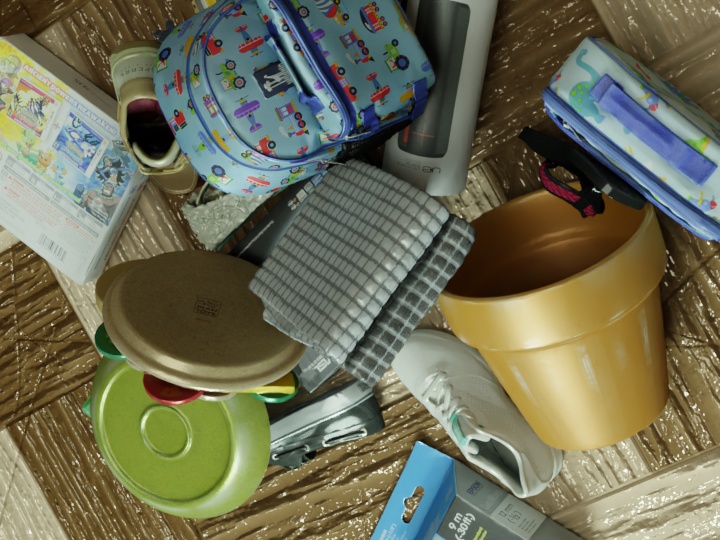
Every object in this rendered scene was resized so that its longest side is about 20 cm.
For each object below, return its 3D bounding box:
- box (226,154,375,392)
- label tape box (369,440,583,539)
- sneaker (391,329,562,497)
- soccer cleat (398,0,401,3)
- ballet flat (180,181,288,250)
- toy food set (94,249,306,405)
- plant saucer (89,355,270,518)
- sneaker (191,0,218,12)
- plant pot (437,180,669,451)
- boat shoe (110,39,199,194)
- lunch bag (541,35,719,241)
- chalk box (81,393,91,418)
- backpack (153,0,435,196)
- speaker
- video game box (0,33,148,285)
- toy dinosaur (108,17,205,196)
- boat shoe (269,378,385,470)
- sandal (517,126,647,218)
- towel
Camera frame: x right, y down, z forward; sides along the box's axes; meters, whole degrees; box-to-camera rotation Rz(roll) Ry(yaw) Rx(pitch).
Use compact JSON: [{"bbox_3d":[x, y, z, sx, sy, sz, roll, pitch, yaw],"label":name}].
[{"bbox_3d":[-0.029,-0.003,1.597,0.200,0.050,0.158,-43,84,28],"label":"box"},{"bbox_3d":[0.104,0.280,1.610,0.200,0.066,0.143,30,116,13],"label":"label tape box"},{"bbox_3d":[0.101,0.134,1.555,0.200,0.088,0.075,40,119,10],"label":"sneaker"},{"bbox_3d":[0.025,-0.281,1.487,0.068,0.073,0.200,31,133,16],"label":"soccer cleat"},{"bbox_3d":[-0.096,-0.089,1.538,0.200,0.072,0.072,-37,88,31],"label":"ballet flat"},{"bbox_3d":[-0.146,0.052,1.529,0.200,0.198,0.049,4,128,-15],"label":"toy food set"},{"bbox_3d":[-0.181,0.151,1.587,0.200,0.031,0.200,7,108,23],"label":"plant saucer"},{"bbox_3d":[-0.082,-0.217,1.545,0.090,0.075,0.200,-32,91,35],"label":"sneaker"},{"bbox_3d":[0.185,0.048,1.444,0.200,0.200,0.183,-11,116,28],"label":"plant pot"},{"bbox_3d":[-0.186,-0.122,1.495,0.074,0.200,0.066,-9,57,5],"label":"boat shoe"},{"bbox_3d":[0.247,-0.108,1.368,0.200,0.161,0.082,40,103,9],"label":"lunch bag"},{"bbox_3d":[-0.183,0.125,1.667,0.124,0.125,0.200,43,117,8],"label":"chalk box"},{"bbox_3d":[-0.064,-0.165,1.400,0.183,0.200,0.135,64,154,-2],"label":"backpack"},{"bbox_3d":[0.071,-0.170,1.484,0.081,0.081,0.200,17,112,20],"label":"speaker"},{"bbox_3d":[-0.319,-0.115,1.706,0.200,0.047,0.182,36,119,11],"label":"video game box"},{"bbox_3d":[-0.165,-0.138,1.566,0.200,0.105,0.182,13,150,39],"label":"toy dinosaur"},{"bbox_3d":[-0.065,0.170,1.657,0.200,0.069,0.057,-27,93,27],"label":"boat shoe"},{"bbox_3d":[0.182,-0.076,1.405,0.075,0.200,0.045,33,94,-22],"label":"sandal"},{"bbox_3d":[0.000,0.000,1.432,0.086,0.200,0.166,36,87,-27],"label":"towel"}]
